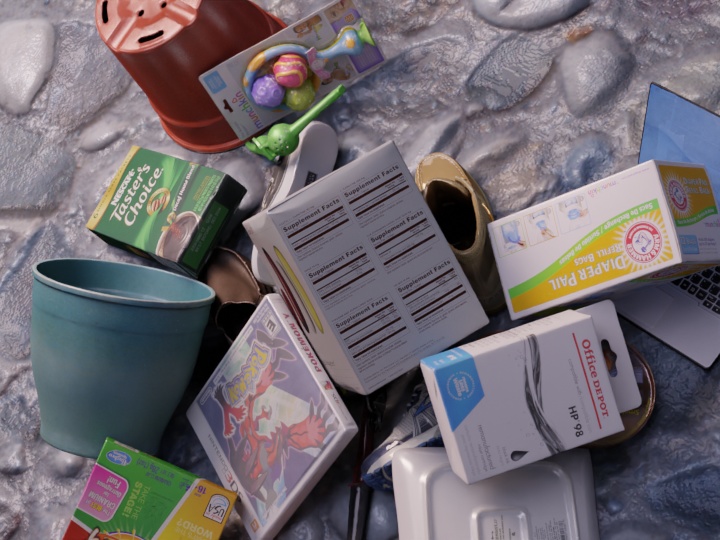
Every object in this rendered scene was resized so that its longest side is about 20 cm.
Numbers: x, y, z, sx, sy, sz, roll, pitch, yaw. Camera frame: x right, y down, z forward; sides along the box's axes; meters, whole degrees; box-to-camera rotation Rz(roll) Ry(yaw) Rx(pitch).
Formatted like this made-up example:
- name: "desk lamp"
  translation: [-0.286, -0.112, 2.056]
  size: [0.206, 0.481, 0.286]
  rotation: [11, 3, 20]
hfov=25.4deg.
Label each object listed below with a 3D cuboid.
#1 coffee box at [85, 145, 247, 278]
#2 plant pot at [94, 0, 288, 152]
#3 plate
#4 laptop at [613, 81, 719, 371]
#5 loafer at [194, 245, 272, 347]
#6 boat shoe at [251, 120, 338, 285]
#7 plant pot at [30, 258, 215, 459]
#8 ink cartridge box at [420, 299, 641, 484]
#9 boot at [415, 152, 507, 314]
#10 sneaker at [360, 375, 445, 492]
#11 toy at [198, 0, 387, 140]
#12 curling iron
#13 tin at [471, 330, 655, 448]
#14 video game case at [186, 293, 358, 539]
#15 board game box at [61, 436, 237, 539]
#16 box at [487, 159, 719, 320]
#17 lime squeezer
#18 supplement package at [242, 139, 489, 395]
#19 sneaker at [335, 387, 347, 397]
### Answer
- name: "coffee box"
  translation: [-0.230, -0.072, 1.868]
  size: [0.199, 0.044, 0.123]
  rotation: [21, 78, 47]
- name: "plant pot"
  translation: [-0.203, -0.273, 1.888]
  size: [0.200, 0.195, 0.202]
  rotation: [-11, 63, 21]
- name: "plate"
  translation: [0.135, 0.257, 1.526]
  size: [0.199, 0.032, 0.201]
  rotation: [-2, 63, -4]
- name: "laptop"
  translation: [0.316, -0.045, 1.579]
  size: [0.187, 0.116, 0.200]
  rotation: [34, 84, 34]
- name: "loafer"
  translation: [-0.132, 0.040, 1.780]
  size: [0.073, 0.071, 0.200]
  rotation: [-39, 56, 4]
- name: "boat shoe"
  translation: [-0.080, -0.075, 1.821]
  size: [0.056, 0.068, 0.201]
  rotation: [-4, 62, 57]
- name: "plant pot"
  translation: [-0.271, 0.101, 1.740]
  size: [0.199, 0.200, 0.189]
  rotation: [15, 100, 30]
- name: "ink cartridge box"
  translation: [0.169, 0.110, 1.496]
  size: [0.199, 0.067, 0.117]
  rotation: [-18, 95, -8]
- name: "boot"
  translation: [0.094, -0.067, 1.669]
  size: [0.072, 0.156, 0.201]
  rotation: [-22, 60, 7]
- name: "sneaker"
  translation: [0.080, 0.150, 1.634]
  size: [0.199, 0.077, 0.085]
  rotation: [-34, 50, -3]
- name: "toy"
  translation: [-0.071, -0.223, 1.837]
  size: [0.199, 0.115, 0.047]
  rotation: [-31, 45, 3]
- name: "curling iron"
  translation: [0.001, 0.215, 1.650]
  size: [0.025, 0.050, 0.201]
  rotation: [10, 78, 0]
- name: "tin"
  translation: [0.187, 0.119, 1.564]
  size: [0.199, 0.042, 0.113]
  rotation: [3, 70, -2]
- name: "video game case"
  translation: [-0.098, 0.157, 1.670]
  size: [0.200, 0.023, 0.183]
  rotation: [-54, 55, 33]
- name: "board game box"
  translation: [-0.236, 0.296, 1.662]
  size: [0.152, 0.040, 0.201]
  rotation: [23, 86, -5]
- name: "box"
  translation: [0.242, -0.028, 1.561]
  size: [0.199, 0.112, 0.102]
  rotation: [-21, 78, 36]
- name: "lime squeezer"
  translation: [-0.095, -0.155, 1.814]
  size: [0.200, 0.038, 0.071]
  rotation: [-25, 41, 51]
- name: "supplement package"
  translation: [0.000, 0.000, 1.597]
  size: [0.147, 0.191, 0.201]
  rotation: [-29, 93, -11]
- name: "sneaker"
  translation: [-0.030, 0.062, 1.733]
  size: [0.076, 0.075, 0.201]
  rotation: [12, 71, 58]
